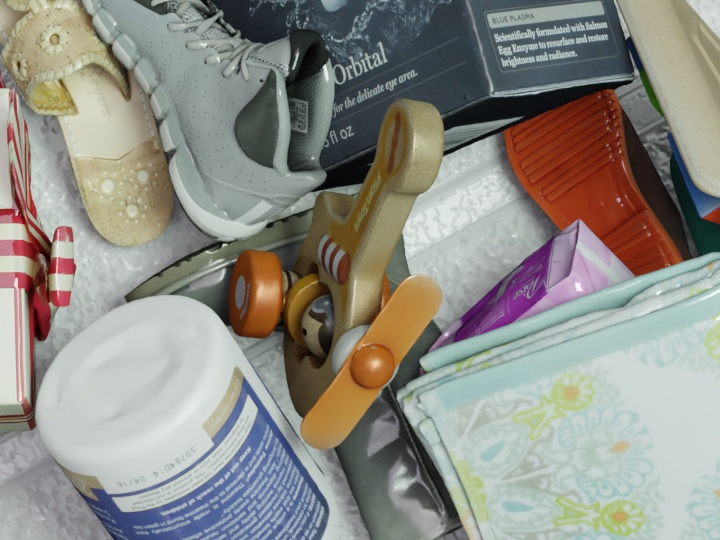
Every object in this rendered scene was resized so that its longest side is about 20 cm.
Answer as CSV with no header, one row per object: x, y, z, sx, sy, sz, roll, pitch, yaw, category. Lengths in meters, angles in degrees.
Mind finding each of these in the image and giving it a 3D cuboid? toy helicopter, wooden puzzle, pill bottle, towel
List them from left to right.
-0.079,0.117,1.374,0.111,0.111,0.201,-40,130,-11,pill bottle
0.000,0.000,1.328,0.078,0.201,0.133,7,43,-20,toy helicopter
0.138,0.094,1.360,0.199,0.048,0.172,-19,115,12,towel
0.207,-0.054,1.392,0.046,0.186,0.200,-37,133,21,wooden puzzle

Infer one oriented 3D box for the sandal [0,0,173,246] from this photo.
-0.151,-0.107,1.416,0.077,0.070,0.213,-22,108,-3,sandal

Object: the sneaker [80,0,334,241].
-0.070,-0.124,1.380,0.075,0.115,0.201,-28,92,-47,sneaker

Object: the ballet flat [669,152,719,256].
0.234,0.012,1.496,0.067,0.068,0.202,-8,85,-32,ballet flat

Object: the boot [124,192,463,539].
-0.018,0.069,1.456,0.181,0.073,0.201,-19,92,-10,boot

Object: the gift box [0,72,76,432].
-0.243,-0.014,1.373,0.185,0.185,0.202,-1,87,-6,gift box

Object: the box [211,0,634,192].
0.019,-0.164,1.406,0.117,0.196,0.202,-11,83,-42,box

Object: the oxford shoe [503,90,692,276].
0.138,-0.049,1.496,0.071,0.072,0.201,-28,71,22,oxford shoe

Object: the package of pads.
0.140,0.082,1.424,0.200,0.076,0.120,42,118,-15,package of pads
